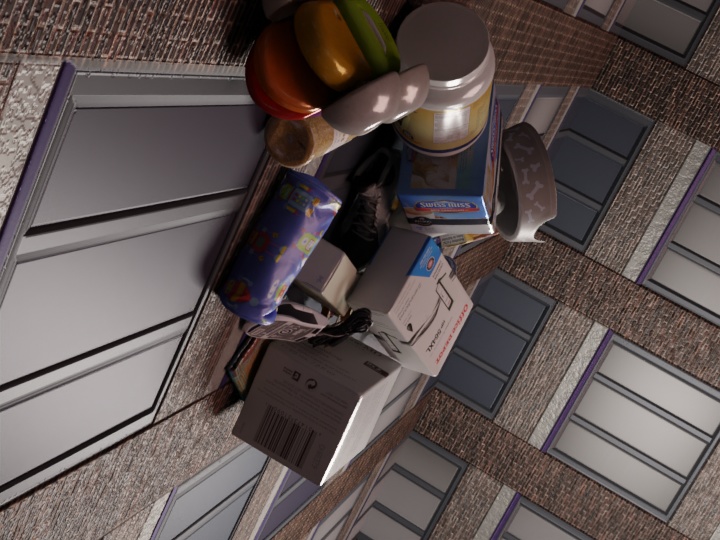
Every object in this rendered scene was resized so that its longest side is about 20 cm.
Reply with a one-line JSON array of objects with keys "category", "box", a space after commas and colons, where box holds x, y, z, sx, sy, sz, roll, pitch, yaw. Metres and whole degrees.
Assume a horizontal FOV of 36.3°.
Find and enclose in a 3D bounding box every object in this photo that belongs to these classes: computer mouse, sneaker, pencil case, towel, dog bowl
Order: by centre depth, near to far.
[{"category": "pencil case", "box": [-0.099, -0.024, 1.368, 0.087, 0.078, 0.200, 27, 93, -48]}, {"category": "computer mouse", "box": [-0.084, 0.071, 1.569, 0.110, 0.044, 0.200, -27, 153, 35]}, {"category": "sneaker", "box": [0.005, -0.097, 1.658, 0.200, 0.075, 0.115, -71, 162, 2]}, {"category": "towel", "box": [-0.142, 0.124, 1.659, 0.147, 0.022, 0.200, -57, 167, -17]}, {"category": "sneaker", "box": [0.127, -0.093, 1.755, 0.075, 0.200, 0.100, 71, 20, -6]}, {"category": "dog bowl", "box": [0.252, -0.138, 1.781, 0.059, 0.200, 0.200, -12, 151, -11]}]

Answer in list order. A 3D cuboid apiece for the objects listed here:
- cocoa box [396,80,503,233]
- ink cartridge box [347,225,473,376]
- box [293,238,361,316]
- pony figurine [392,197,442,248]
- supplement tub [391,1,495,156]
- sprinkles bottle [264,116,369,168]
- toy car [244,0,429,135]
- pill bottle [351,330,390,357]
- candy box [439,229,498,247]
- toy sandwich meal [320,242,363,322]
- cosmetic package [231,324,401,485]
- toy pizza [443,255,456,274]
[{"category": "cocoa box", "box": [0.139, -0.171, 1.659, 0.131, 0.133, 0.200, 61, 34, -63]}, {"category": "ink cartridge box", "box": [0.083, 0.050, 1.706, 0.146, 0.084, 0.200, -61, 141, -19]}, {"category": "box", "box": [-0.055, 0.005, 1.605, 0.068, 0.082, 0.200, -58, 168, -6]}, {"category": "pony figurine", "box": [0.119, -0.099, 1.939, 0.193, 0.166, 0.200, -53, 144, -31]}, {"category": "supplement tub", "box": [0.110, -0.261, 1.511, 0.145, 0.144, 0.200, -56, 166, -17]}, {"category": "sprinkles bottle", "box": [-0.039, -0.176, 1.299, 0.200, 0.068, 0.068, -38, 155, -58]}, {"category": "toy car", "box": [-0.037, -0.211, 1.096, 0.150, 0.175, 0.200, -28, -177, 27]}, {"category": "pill bottle", "box": [0.036, 0.082, 1.886, 0.200, 0.112, 0.112, -93, -156, -63]}, {"category": "candy box", "box": [0.166, -0.147, 1.856, 0.117, 0.056, 0.200, -17, 95, -51]}, {"category": "toy sandwich meal", "box": [0.000, 0.000, 1.819, 0.205, 0.070, 0.205, -55, 166, -21]}, {"category": "cosmetic package", "box": [-0.063, 0.198, 1.701, 0.165, 0.165, 0.200, -66, 166, 16]}, {"category": "toy pizza", "box": [0.107, 0.059, 1.986, 0.200, 0.032, 0.200, -42, -157, 23]}]
